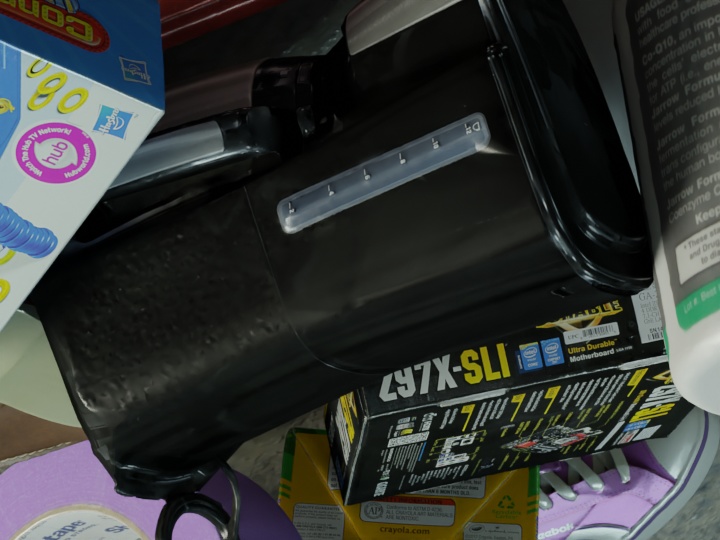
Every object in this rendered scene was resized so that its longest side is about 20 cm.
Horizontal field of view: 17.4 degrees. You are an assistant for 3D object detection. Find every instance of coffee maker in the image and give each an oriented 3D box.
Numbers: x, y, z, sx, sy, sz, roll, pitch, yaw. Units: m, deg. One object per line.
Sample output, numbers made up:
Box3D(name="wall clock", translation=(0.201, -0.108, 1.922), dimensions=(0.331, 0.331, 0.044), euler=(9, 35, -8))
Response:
Box3D(name="coffee maker", translation=(0.000, 0.000, 0.841), dimensions=(0.199, 0.193, 0.135), euler=(-21, -169, 22))

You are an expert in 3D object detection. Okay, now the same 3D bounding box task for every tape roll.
Box3D(name="tape roll", translation=(-0.110, 0.178, 1.044), dimensions=(0.200, 0.201, 0.065), euler=(-40, 146, 22))

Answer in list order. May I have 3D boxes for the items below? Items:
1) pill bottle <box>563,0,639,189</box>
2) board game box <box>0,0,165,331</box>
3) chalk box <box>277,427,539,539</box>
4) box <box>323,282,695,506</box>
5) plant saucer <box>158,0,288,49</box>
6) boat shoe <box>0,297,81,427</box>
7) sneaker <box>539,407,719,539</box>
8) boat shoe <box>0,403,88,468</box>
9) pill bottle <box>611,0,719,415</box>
Box3D(name="pill bottle", translation=(0.139, -0.069, 0.946), dimensions=(0.199, 0.113, 0.113), euler=(-12, 146, -21))
Box3D(name="board game box", translation=(-0.195, -0.038, 0.749), dimensions=(0.195, 0.056, 0.200), euler=(22, 127, -27))
Box3D(name="chalk box", translation=(0.022, 0.184, 1.144), dimensions=(0.123, 0.124, 0.201), euler=(3, 144, 3))
Box3D(name="box", translation=(0.067, 0.047, 0.995), dimensions=(0.159, 0.050, 0.200), euler=(-13, 166, -6))
Box3D(name="plant saucer", translation=(-0.044, -0.148, 0.774), dimensions=(0.198, 0.037, 0.200), euler=(-22, 148, -7))
Box3D(name="boat shoe", translation=(-0.158, -0.004, 0.874), dimensions=(0.199, 0.063, 0.071), euler=(27, 127, -35))
Box3D(name="sneaker", translation=(0.087, 0.114, 1.218), dimensions=(0.200, 0.073, 0.114), euler=(-35, 144, 15))
Box3D(name="boat shoe", translation=(-0.094, 0.042, 0.976), dimensions=(0.201, 0.075, 0.075), euler=(-29, 148, 5))
Box3D(name="pill bottle", translation=(0.149, -0.059, 0.818), dimensions=(0.112, 0.201, 0.113), euler=(-6, 158, -2))
